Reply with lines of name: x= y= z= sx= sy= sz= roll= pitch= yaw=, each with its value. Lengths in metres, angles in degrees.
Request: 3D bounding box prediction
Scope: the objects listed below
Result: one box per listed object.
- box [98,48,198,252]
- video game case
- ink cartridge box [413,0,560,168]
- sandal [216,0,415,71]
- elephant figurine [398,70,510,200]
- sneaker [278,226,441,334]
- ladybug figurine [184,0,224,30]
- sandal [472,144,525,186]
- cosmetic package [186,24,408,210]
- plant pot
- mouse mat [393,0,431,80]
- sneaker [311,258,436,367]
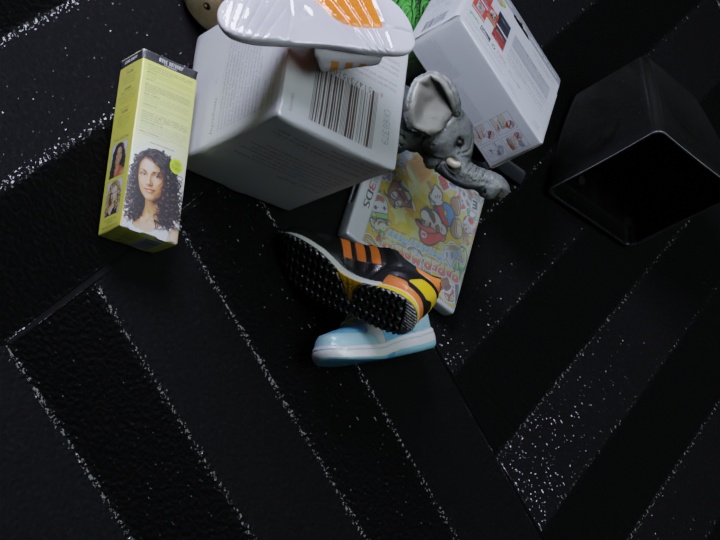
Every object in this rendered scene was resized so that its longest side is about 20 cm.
box: x=-0.224 y=-0.127 z=1.392 sx=0.075 sy=0.050 sz=0.203 roll=18 pitch=67 yaw=-39
video game case: x=0.069 y=-0.070 z=1.668 sx=0.199 sy=0.023 sz=0.184 roll=36 pitch=57 yaw=-31
ink cartridge box: x=0.165 y=-0.266 z=1.689 sx=0.201 sy=0.083 sz=0.176 roll=53 pitch=34 yaw=-20
sandal: x=-0.048 y=-0.238 z=1.312 sx=0.204 sy=0.059 sz=0.080 roll=0 pitch=61 yaw=-19
elephant figurine: x=0.073 y=-0.174 z=1.576 sx=0.197 sy=0.142 sz=0.157 roll=-6 pitch=126 yaw=-10
sneaker: x=0.000 y=0.000 z=1.497 sx=0.090 sy=0.199 sz=0.071 roll=-37 pitch=146 yaw=-44
ladybug figurine: x=-0.103 y=-0.326 z=1.503 sx=0.198 sy=0.072 sz=0.138 roll=-9 pitch=105 yaw=-25
sandal: x=0.142 y=-0.152 z=1.728 sx=0.199 sy=0.076 sz=0.043 roll=28 pitch=88 yaw=-34
cosmetic package: x=-0.074 y=-0.186 z=1.442 sx=0.164 sy=0.199 sz=0.167 roll=22 pitch=66 yaw=-36
plant pot: x=0.403 y=-0.183 z=1.905 sx=0.198 sy=0.199 sz=0.179 roll=29 pitch=48 yaw=-34
mouse mat: x=0.072 y=-0.330 z=1.680 sx=0.200 sy=0.007 sz=0.163 roll=-31 pitch=119 yaw=-60
sneaker: x=0.006 y=0.042 z=1.545 sx=0.199 sy=0.079 sz=0.132 roll=-6 pitch=85 yaw=-53
